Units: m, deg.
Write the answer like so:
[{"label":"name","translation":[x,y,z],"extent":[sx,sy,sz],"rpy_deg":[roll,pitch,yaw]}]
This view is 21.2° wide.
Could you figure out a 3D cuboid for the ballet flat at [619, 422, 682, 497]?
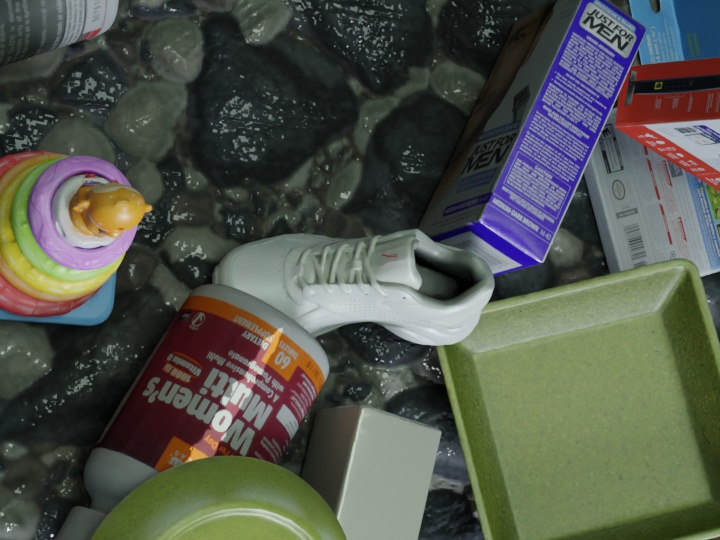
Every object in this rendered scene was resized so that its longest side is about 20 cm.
[{"label":"ballet flat","translation":[0.230,0.100,1.448],"extent":[0.068,0.067,0.201],"rpy_deg":[35,70,-28]}]

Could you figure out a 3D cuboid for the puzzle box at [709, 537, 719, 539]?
[{"label":"puzzle box","translation":[0.349,0.261,1.511],"extent":[0.200,0.025,0.133],"rpy_deg":[48,67,-14]}]

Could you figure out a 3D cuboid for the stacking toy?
[{"label":"stacking toy","translation":[-0.178,-0.031,1.188],"extent":[0.115,0.200,0.110],"rpy_deg":[5,81,-25]}]

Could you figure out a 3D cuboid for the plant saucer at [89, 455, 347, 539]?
[{"label":"plant saucer","translation":[-0.085,0.217,1.193],"extent":[0.199,0.031,0.201],"rpy_deg":[-4,98,-27]}]

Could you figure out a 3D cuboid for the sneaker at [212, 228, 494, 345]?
[{"label":"sneaker","translation":[0.000,0.000,1.318],"extent":[0.199,0.099,0.078],"rpy_deg":[1,69,-17]}]

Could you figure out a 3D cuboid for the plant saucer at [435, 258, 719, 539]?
[{"label":"plant saucer","translation":[0.168,0.110,1.384],"extent":[0.199,0.048,0.201],"rpy_deg":[-13,76,-3]}]

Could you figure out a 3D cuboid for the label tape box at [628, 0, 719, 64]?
[{"label":"label tape box","translation":[0.308,-0.241,1.534],"extent":[0.199,0.063,0.145],"rpy_deg":[-10,87,-27]}]

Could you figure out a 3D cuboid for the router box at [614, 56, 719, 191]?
[{"label":"router box","translation":[0.314,-0.099,1.400],"extent":[0.200,0.179,0.049],"rpy_deg":[24,72,-44]}]

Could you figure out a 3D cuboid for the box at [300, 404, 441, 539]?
[{"label":"box","translation":[-0.010,0.197,1.311],"extent":[0.068,0.082,0.201],"rpy_deg":[20,77,-22]}]

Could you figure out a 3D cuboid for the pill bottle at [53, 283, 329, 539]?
[{"label":"pill bottle","translation":[-0.111,0.118,1.253],"extent":[0.109,0.109,0.201],"rpy_deg":[37,69,-18]}]

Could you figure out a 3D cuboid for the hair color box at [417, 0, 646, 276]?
[{"label":"hair color box","translation":[0.122,-0.097,1.397],"extent":[0.065,0.109,0.201],"rpy_deg":[33,70,-17]}]

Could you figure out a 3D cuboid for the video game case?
[{"label":"video game case","translation":[0.267,-0.070,1.517],"extent":[0.199,0.018,0.144],"rpy_deg":[-15,90,-27]}]

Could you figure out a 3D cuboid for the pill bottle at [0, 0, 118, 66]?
[{"label":"pill bottle","translation":[-0.263,-0.177,1.213],"extent":[0.199,0.114,0.114],"rpy_deg":[-23,94,-27]}]
